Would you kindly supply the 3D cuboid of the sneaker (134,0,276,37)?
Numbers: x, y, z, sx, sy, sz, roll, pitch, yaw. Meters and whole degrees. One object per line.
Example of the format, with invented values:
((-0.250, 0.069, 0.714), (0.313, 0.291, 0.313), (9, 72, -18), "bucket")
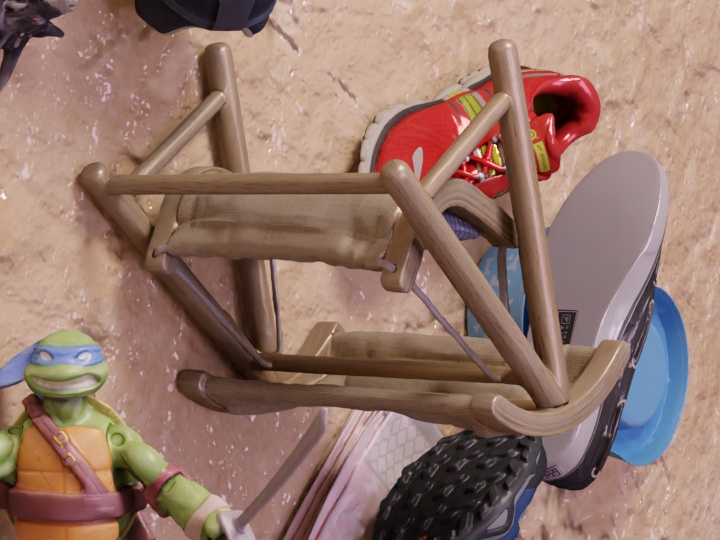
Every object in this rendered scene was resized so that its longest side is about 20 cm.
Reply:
((-0.081, -0.208, 1.497), (0.147, 0.077, 0.203), (105, -22, -47), "sneaker")

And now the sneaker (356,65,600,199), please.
((0.069, -0.069, 1.694), (0.200, 0.085, 0.077), (-40, 122, -46), "sneaker")

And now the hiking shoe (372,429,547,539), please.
((0.043, 0.171, 1.641), (0.200, 0.074, 0.087), (-55, 138, -25), "hiking shoe")

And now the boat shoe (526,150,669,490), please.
((0.134, 0.030, 1.728), (0.057, 0.068, 0.201), (36, 69, -51), "boat shoe")

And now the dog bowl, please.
((0.131, 0.045, 1.814), (0.200, 0.049, 0.112), (37, 62, -48), "dog bowl")

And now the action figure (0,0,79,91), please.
((-0.146, -0.178, 1.383), (0.119, 0.102, 0.201), (19, 73, -54), "action figure")

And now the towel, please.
((0.022, 0.190, 1.686), (0.200, 0.032, 0.191), (57, 49, -37), "towel")

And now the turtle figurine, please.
((-0.129, 0.136, 1.369), (0.143, 0.200, 0.195), (-11, 110, -38), "turtle figurine")

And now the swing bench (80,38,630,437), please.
((0.000, 0.000, 1.507), (0.130, 0.198, 0.201), (-48, 128, -41), "swing bench")
